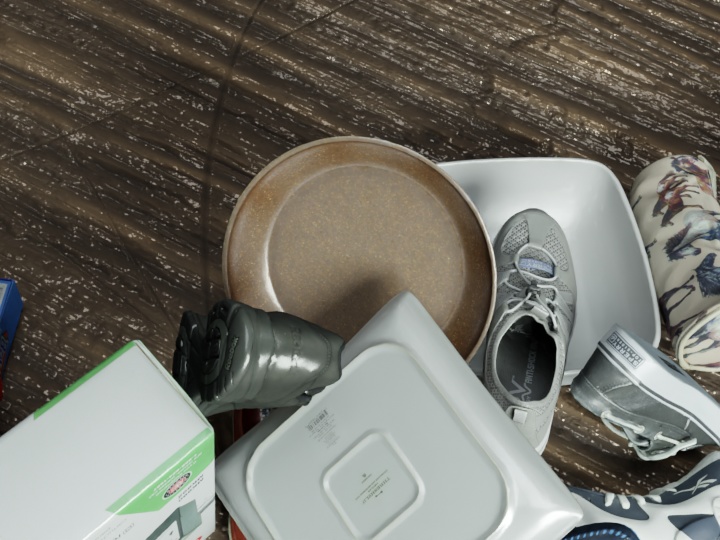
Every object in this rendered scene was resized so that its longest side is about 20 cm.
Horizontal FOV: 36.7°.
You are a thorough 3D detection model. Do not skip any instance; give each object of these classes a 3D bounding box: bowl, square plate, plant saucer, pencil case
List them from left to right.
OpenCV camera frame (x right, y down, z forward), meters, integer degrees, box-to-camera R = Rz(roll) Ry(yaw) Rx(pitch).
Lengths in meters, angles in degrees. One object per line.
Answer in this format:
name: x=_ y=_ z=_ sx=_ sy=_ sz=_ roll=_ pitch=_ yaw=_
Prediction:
plant saucer: x=0.000 y=0.000 z=0.778 sx=0.198 sy=0.202 sz=0.037 roll=17 pitch=22 yaw=6
square plate: x=0.010 y=0.145 z=0.716 sx=0.200 sy=0.028 sz=0.199 roll=-42 pitch=63 yaw=7
bowl: x=0.130 y=0.010 z=0.885 sx=0.197 sy=0.075 sz=0.202 roll=-3 pitch=58 yaw=-6
pencil case: x=0.274 y=-0.012 z=0.878 sx=0.089 sy=0.078 sz=0.201 roll=-23 pitch=40 yaw=17

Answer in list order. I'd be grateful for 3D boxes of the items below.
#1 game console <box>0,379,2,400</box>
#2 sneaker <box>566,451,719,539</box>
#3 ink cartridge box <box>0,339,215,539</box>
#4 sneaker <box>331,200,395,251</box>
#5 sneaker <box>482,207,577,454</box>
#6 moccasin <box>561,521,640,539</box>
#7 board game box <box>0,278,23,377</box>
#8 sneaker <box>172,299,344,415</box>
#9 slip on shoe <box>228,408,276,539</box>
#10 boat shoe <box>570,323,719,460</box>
game console: x=-0.352 y=0.138 z=0.752 sx=0.175 sy=0.031 sz=0.202 roll=13 pitch=81 yaw=0
sneaker: x=0.183 y=0.175 z=0.785 sx=0.129 sy=0.080 sz=0.199 roll=41 pitch=70 yaw=13
ink cartridge box: x=-0.170 y=0.156 z=0.699 sx=0.146 sy=0.201 sz=0.084 roll=-39 pitch=71 yaw=-24
sneaker: x=-0.013 y=-0.027 z=0.851 sx=0.199 sy=0.076 sz=0.091 roll=-31 pitch=40 yaw=21
sneaker: x=0.126 y=0.036 z=0.779 sx=0.074 sy=0.082 sz=0.202 roll=8 pitch=60 yaw=0
moccasin: x=0.097 y=0.230 z=0.706 sx=0.199 sy=0.068 sz=0.081 roll=-35 pitch=65 yaw=11
board game box: x=-0.376 y=0.069 z=0.824 sx=0.197 sy=0.045 sz=0.154 roll=8 pitch=59 yaw=-1
sneaker: x=-0.073 y=0.066 z=0.723 sx=0.090 sy=0.200 sz=0.077 roll=8 pitch=83 yaw=-21
slip on shoe: x=-0.060 y=0.157 z=0.788 sx=0.073 sy=0.061 sz=0.202 roll=-3 pitch=60 yaw=-9
boat shoe: x=0.217 y=0.103 z=0.797 sx=0.068 sy=0.199 sz=0.074 roll=-49 pitch=53 yaw=11
